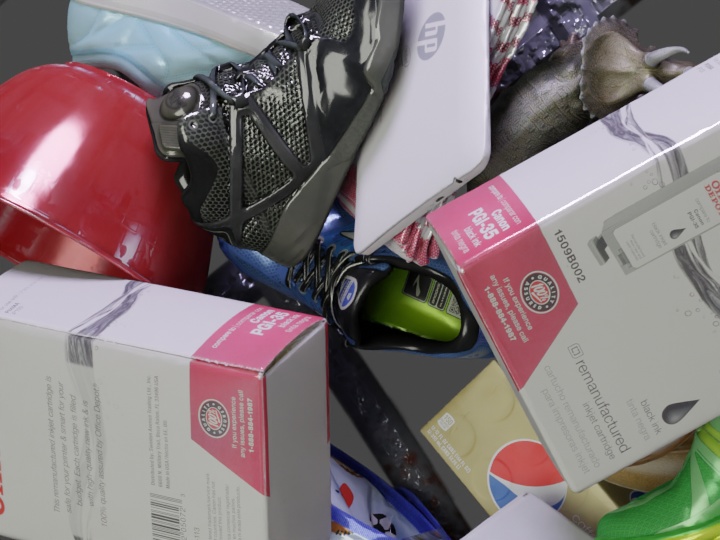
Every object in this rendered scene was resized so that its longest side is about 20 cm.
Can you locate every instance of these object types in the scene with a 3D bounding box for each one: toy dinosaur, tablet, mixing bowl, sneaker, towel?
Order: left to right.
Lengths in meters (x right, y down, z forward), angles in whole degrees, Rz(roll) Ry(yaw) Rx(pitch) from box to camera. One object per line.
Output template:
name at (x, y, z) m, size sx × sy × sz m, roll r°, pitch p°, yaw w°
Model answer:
mixing bowl at (-0.162, -0.054, 1.671) m, size 0.199 × 0.200 × 0.109 m, roll 24°, pitch 79°, yaw 20°
sneaker at (-0.091, -0.127, 1.682) m, size 0.199 × 0.074 × 0.082 m, roll 19°, pitch 112°, yaw 30°
sneaker at (-0.049, -0.106, 1.575) m, size 0.114 × 0.076 × 0.200 m, roll 19°, pitch 112°, yaw -20°
sneaker at (0.000, 0.000, 1.642) m, size 0.199 × 0.089 × 0.079 m, roll 18°, pitch 104°, yaw 24°
tablet at (0.033, -0.120, 1.567) m, size 0.130 × 0.014 × 0.201 m, roll -36°, pitch 46°, yaw 49°
towel at (0.042, -0.117, 1.594) m, size 0.201 × 0.030 × 0.146 m, roll -67°, pitch 29°, yaw 13°
toy dinosaur at (0.101, -0.086, 1.573) m, size 0.199 × 0.102 × 0.077 m, roll -33°, pitch 83°, yaw 18°
sneaker at (0.209, 0.096, 1.489) m, size 0.199 × 0.074 × 0.084 m, roll -33°, pitch 68°, yaw 20°

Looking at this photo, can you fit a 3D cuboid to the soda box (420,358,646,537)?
soda box at (0.129, 0.143, 1.616) m, size 0.068 × 0.064 × 0.200 m, roll -44°, pitch 78°, yaw 22°

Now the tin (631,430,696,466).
tin at (0.171, 0.021, 1.504) m, size 0.200 × 0.042 × 0.112 m, roll -44°, pitch 107°, yaw 7°

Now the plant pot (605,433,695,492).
plant pot at (0.174, 0.024, 1.565) m, size 0.199 × 0.027 × 0.201 m, roll -1°, pitch 83°, yaw 12°

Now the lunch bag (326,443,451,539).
lunch bag at (-0.051, 0.189, 1.673) m, size 0.199 × 0.124 × 0.171 m, roll 30°, pitch 107°, yaw 26°

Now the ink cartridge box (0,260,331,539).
ink cartridge box at (-0.122, 0.086, 1.571) m, size 0.199 × 0.083 × 0.147 m, roll 11°, pitch 118°, yaw 24°

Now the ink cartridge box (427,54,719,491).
ink cartridge box at (0.157, -0.005, 1.420) m, size 0.199 × 0.083 × 0.147 m, roll -29°, pitch 112°, yaw 0°

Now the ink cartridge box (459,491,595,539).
ink cartridge box at (0.112, 0.249, 1.569) m, size 0.146 × 0.084 × 0.201 m, roll 33°, pitch 137°, yaw 31°
